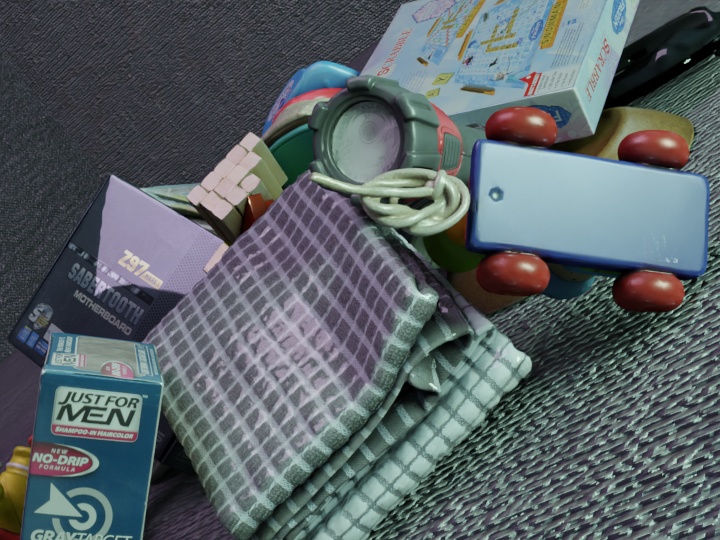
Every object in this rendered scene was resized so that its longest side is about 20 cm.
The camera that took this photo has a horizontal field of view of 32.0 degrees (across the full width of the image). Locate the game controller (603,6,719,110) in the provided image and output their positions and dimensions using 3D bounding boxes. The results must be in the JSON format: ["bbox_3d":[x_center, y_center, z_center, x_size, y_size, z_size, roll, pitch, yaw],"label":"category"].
[{"bbox_3d":[0.182,-0.128,0.923,0.199,0.042,0.104,-28,15,49],"label":"game controller"}]

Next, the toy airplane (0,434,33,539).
[{"bbox_3d":[-0.275,0.199,0.912,0.201,0.141,0.199,-60,-14,22],"label":"toy airplane"}]

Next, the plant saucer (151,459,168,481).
[{"bbox_3d":[-0.191,0.074,1.049,0.200,0.050,0.202,-22,66,61],"label":"plant saucer"}]

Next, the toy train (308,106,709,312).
[{"bbox_3d":[0.058,-0.026,0.618,0.116,0.198,0.086,154,122,-72],"label":"toy train"}]

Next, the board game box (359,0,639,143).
[{"bbox_3d":[0.091,-0.151,0.911,0.198,0.041,0.201,-8,36,32],"label":"board game box"}]

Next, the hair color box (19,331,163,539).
[{"bbox_3d":[-0.143,0.141,0.639,0.100,0.060,0.202,-147,65,-76],"label":"hair color box"}]

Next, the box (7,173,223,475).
[{"bbox_3d":[-0.159,0.036,0.954,0.199,0.051,0.158,31,86,33],"label":"box"}]

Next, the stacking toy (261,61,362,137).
[{"bbox_3d":[-0.020,-0.053,0.964,0.116,0.109,0.201,-52,27,41],"label":"stacking toy"}]

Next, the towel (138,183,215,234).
[{"bbox_3d":[-0.086,-0.044,1.124,0.170,0.049,0.199,15,16,39],"label":"towel"}]

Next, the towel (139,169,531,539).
[{"bbox_3d":[-0.028,0.044,0.675,0.166,0.086,0.200,-45,35,2],"label":"towel"}]

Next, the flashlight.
[{"bbox_3d":[0.042,-0.064,0.709,0.068,0.068,0.200,-38,-14,20],"label":"flashlight"}]

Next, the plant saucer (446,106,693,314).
[{"bbox_3d":[0.126,-0.049,0.828,0.200,0.036,0.200,-39,11,9],"label":"plant saucer"}]

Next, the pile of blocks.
[{"bbox_3d":[-0.055,0.010,0.816,0.082,0.201,0.062,-32,50,-30],"label":"pile of blocks"}]

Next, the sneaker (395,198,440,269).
[{"bbox_3d":[0.000,0.000,0.840,0.201,0.086,0.078,-60,8,2],"label":"sneaker"}]

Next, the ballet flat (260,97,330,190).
[{"bbox_3d":[-0.045,-0.075,0.850,0.200,0.067,0.063,131,147,-57],"label":"ballet flat"}]
